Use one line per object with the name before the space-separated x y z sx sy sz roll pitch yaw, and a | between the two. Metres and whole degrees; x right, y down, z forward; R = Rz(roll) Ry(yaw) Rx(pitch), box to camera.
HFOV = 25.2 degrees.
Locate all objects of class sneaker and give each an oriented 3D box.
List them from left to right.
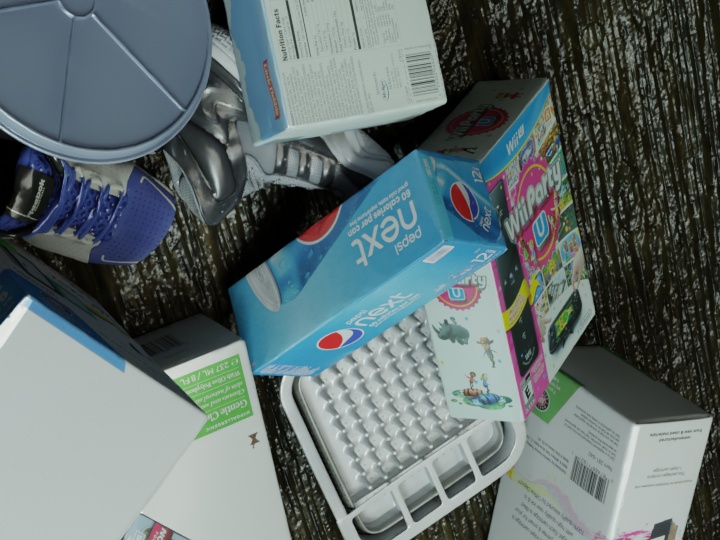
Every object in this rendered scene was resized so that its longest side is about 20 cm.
sneaker | -0.199 -0.046 0.991 0.198 0.115 0.081 27 97 -35
sneaker | -0.060 -0.069 1.089 0.200 0.075 0.114 37 90 -29

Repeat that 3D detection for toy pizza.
toy pizza | -0.176 -0.157 0.959 0.199 0.032 0.202 15 66 -36

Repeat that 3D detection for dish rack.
dish rack | 0.029 0.103 1.228 0.171 0.044 0.201 -32 123 -14

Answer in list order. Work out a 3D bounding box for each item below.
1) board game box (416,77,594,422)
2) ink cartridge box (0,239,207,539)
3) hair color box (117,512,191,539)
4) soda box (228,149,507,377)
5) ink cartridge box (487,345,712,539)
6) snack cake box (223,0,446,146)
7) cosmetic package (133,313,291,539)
board game box | 0.101 -0.016 1.161 0.148 0.064 0.202 -49 131 -48
ink cartridge box | -0.221 0.073 0.977 0.146 0.200 0.147 39 88 -35
hair color box | -0.193 0.193 1.030 0.060 0.199 0.100 36 71 -35
soda box | 0.000 0.000 1.070 0.064 0.068 0.199 6 149 -45
ink cartridge box | 0.184 0.180 1.286 0.083 0.145 0.202 -1 111 -31
snack cake box | -0.027 -0.188 1.012 0.114 0.067 0.202 -11 90 -23
cosmetic package | -0.119 0.146 1.122 0.107 0.085 0.202 -22 111 -23
